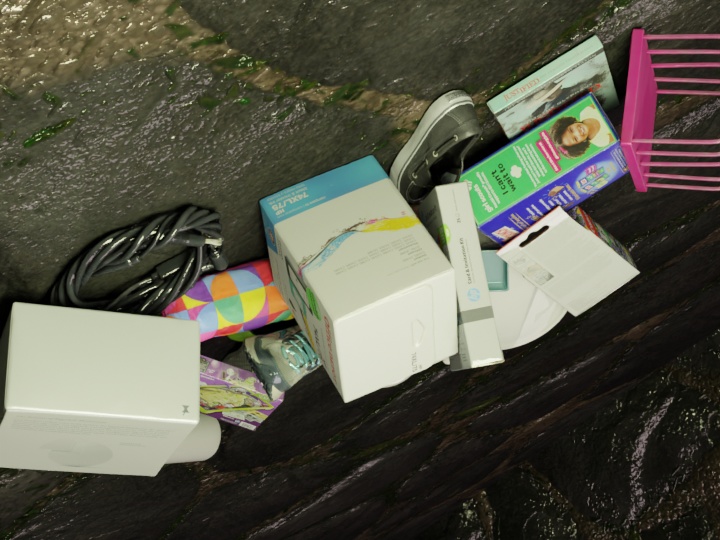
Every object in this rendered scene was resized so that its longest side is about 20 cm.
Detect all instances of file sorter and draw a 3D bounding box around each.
[{"bbox_3d":[0.389,-0.185,1.542,0.125,0.140,0.200,4,169,19],"label":"file sorter"}]

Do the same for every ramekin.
[{"bbox_3d":[0.192,0.011,1.807,0.201,0.095,0.203,-5,133,-6],"label":"ramekin"}]

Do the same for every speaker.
[{"bbox_3d":[-0.288,0.239,1.852,0.081,0.082,0.200,-36,159,22],"label":"speaker"}]

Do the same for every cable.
[{"bbox_3d":[-0.234,0.002,1.374,0.199,0.051,0.163,-22,160,-14],"label":"cable"}]

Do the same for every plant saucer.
[{"bbox_3d":[0.097,0.000,1.710,0.198,0.019,0.070,-3,128,4],"label":"plant saucer"}]

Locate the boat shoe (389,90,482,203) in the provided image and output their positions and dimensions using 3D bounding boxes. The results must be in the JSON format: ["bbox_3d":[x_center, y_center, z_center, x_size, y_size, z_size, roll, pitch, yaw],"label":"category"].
[{"bbox_3d":[0.091,-0.123,1.471,0.070,0.067,0.200,-17,158,-29],"label":"boat shoe"}]

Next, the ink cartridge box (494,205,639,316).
[{"bbox_3d":[0.265,-0.024,1.680,0.109,0.051,0.200,-37,134,21],"label":"ink cartridge box"}]

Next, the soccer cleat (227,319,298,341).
[{"bbox_3d":[-0.081,0.054,1.665,0.199,0.068,0.081,-14,-173,-32],"label":"soccer cleat"}]

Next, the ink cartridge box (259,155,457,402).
[{"bbox_3d":[-0.001,0.008,1.423,0.145,0.200,0.147,-22,140,-14],"label":"ink cartridge box"}]

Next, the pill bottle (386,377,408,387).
[{"bbox_3d":[0.028,0.090,1.689,0.113,0.114,0.200,-28,178,1],"label":"pill bottle"}]

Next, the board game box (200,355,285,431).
[{"bbox_3d":[-0.204,0.142,1.615,0.199,0.032,0.120,21,153,-14],"label":"board game box"}]

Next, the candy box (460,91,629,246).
[{"bbox_3d":[0.228,-0.118,1.592,0.199,0.077,0.169,-33,164,11],"label":"candy box"}]

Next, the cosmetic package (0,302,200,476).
[{"bbox_3d":[-0.294,0.133,1.396,0.198,0.124,0.200,7,155,-21],"label":"cosmetic package"}]

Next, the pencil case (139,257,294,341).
[{"bbox_3d":[-0.162,0.042,1.526,0.199,0.089,0.088,-13,156,-32],"label":"pencil case"}]

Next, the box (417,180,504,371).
[{"bbox_3d":[0.111,0.011,1.457,0.041,0.201,0.156,-10,176,-5],"label":"box"}]

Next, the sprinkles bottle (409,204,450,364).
[{"bbox_3d":[0.089,0.016,1.617,0.068,0.201,0.068,-24,161,-9],"label":"sprinkles bottle"}]

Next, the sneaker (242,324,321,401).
[{"bbox_3d":[-0.080,0.093,1.533,0.086,0.078,0.200,-27,-177,9],"label":"sneaker"}]

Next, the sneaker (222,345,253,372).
[{"bbox_3d":[-0.120,0.124,1.792,0.104,0.076,0.200,-6,147,-36],"label":"sneaker"}]

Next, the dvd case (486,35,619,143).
[{"bbox_3d":[0.234,-0.200,1.542,0.145,0.022,0.200,-31,160,8],"label":"dvd case"}]
